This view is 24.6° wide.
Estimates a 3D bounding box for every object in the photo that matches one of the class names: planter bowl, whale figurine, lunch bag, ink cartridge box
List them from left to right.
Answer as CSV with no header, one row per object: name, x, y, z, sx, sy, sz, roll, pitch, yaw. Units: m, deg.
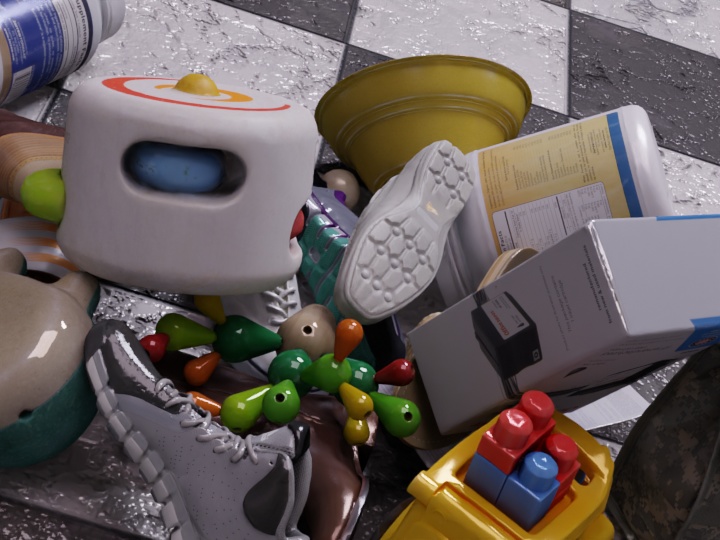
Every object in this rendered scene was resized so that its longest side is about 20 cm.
whale figurine,-0.244,0.061,1.152,0.158,0.104,0.200,-33,33,-6
planter bowl,0.059,-0.107,1.474,0.198,0.200,0.084,4,67,-21
ink cartridge box,0.153,0.039,1.155,0.144,0.199,0.085,-5,71,-40
lunch bag,0.300,0.132,1.232,0.162,0.201,0.118,2,39,-25

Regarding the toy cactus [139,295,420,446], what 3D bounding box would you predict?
toy cactus,-0.048,0.057,1.175,0.197,0.104,0.165,9,19,6

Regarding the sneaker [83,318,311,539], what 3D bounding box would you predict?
sneaker,-0.092,0.105,1.082,0.202,0.115,0.075,62,16,-1

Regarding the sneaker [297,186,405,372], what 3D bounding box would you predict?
sneaker,0.000,0.000,1.359,0.087,0.075,0.201,-2,51,-45

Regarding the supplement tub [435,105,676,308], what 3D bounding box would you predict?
supplement tub,0.160,-0.043,1.377,0.198,0.146,0.145,-16,35,13

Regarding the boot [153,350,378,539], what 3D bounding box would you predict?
boot,-0.093,0.130,1.160,0.198,0.065,0.187,19,27,-5

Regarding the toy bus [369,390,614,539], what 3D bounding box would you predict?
toy bus,0.106,0.157,1.113,0.135,0.193,0.199,34,36,22

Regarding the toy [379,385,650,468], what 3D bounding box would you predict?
toy,0.115,0.112,1.289,0.198,0.048,0.115,-14,36,-21

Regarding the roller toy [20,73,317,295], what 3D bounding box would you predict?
roller toy,-0.121,-0.070,1.180,0.181,0.142,0.199,19,16,39

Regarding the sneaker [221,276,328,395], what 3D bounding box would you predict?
sneaker,-0.077,0.023,1.298,0.072,0.071,0.201,-6,45,-32

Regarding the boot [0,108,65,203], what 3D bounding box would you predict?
boot,-0.234,-0.096,1.321,0.199,0.073,0.166,2,25,-48

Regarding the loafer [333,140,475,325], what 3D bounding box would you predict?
loafer,0.028,-0.024,1.274,0.070,0.070,0.200,47,44,-10

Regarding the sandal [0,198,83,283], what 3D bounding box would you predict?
sandal,-0.254,-0.025,1.283,0.078,0.060,0.208,7,38,-18

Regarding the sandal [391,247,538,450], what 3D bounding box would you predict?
sandal,0.070,0.064,1.267,0.078,0.069,0.212,55,53,-18

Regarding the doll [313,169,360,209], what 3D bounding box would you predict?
doll,-0.089,-0.078,1.437,0.198,0.049,0.138,3,56,-26

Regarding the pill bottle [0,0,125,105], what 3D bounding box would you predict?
pill bottle,-0.301,-0.217,1.465,0.110,0.112,0.200,32,37,16
